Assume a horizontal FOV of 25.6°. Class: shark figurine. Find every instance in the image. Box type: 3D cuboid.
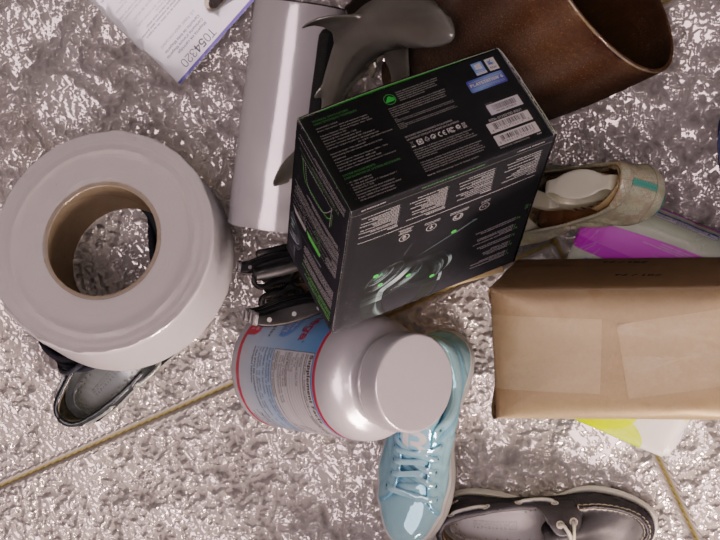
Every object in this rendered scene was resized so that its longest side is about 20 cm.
[{"bbox_3d":[-0.015,-0.172,1.291,0.215,0.089,0.128,-49,49,42],"label":"shark figurine"}]

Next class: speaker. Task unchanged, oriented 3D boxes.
[{"bbox_3d":[-0.065,-0.132,1.376,0.081,0.081,0.200,9,95,10],"label":"speaker"}]

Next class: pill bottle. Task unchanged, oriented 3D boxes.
[{"bbox_3d":[-0.016,0.089,1.368,0.200,0.109,0.109,2,107,52],"label":"pill bottle"}]

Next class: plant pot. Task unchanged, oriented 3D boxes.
[{"bbox_3d":[0.119,-0.191,1.301,0.200,0.187,0.187,-33,94,33],"label":"plant pot"}]

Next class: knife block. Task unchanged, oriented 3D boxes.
[{"bbox_3d":[0.000,0.000,1.349,0.200,0.176,0.064,-6,102,27],"label":"knife block"}]

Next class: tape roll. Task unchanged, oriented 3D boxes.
[{"bbox_3d":[-0.215,-0.016,1.379,0.202,0.071,0.203,-3,74,10],"label":"tape roll"}]

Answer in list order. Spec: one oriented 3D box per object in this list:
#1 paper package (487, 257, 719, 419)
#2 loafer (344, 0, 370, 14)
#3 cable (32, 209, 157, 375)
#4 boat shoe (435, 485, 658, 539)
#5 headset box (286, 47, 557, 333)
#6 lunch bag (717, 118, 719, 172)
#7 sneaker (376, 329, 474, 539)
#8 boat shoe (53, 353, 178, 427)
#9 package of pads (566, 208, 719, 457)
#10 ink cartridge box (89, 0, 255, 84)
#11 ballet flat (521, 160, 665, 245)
[{"bbox_3d":[0.210,0.050,1.243,0.200,0.191,0.104,-2,97,13],"label":"paper package"},{"bbox_3d":[0.057,-0.277,1.343,0.200,0.073,0.071,-42,80,15],"label":"loafer"},{"bbox_3d":[-0.242,-0.003,1.438,0.163,0.051,0.200,21,84,11],"label":"cable"},{"bbox_3d":[0.166,0.233,1.433,0.200,0.060,0.074,4,104,11],"label":"boat shoe"},{"bbox_3d":[0.041,-0.055,1.237,0.174,0.200,0.093,-22,64,-16],"label":"headset box"},{"bbox_3d":[0.390,-0.089,1.274,0.200,0.132,0.136,-7,101,14],"label":"lunch bag"},{"bbox_3d":[0.049,0.148,1.404,0.074,0.082,0.200,8,87,19],"label":"sneaker"},{"bbox_3d":[-0.213,0.072,1.479,0.076,0.060,0.200,38,107,4],"label":"boat shoe"},{"bbox_3d":[0.239,0.045,1.371,0.154,0.068,0.200,23,107,8],"label":"package of pads"},{"bbox_3d":[-0.164,-0.302,1.394,0.200,0.043,0.196,44,106,-2],"label":"ink cartridge box"},{"bbox_3d":[0.163,-0.064,1.320,0.200,0.062,0.068,-11,69,48],"label":"ballet flat"}]
